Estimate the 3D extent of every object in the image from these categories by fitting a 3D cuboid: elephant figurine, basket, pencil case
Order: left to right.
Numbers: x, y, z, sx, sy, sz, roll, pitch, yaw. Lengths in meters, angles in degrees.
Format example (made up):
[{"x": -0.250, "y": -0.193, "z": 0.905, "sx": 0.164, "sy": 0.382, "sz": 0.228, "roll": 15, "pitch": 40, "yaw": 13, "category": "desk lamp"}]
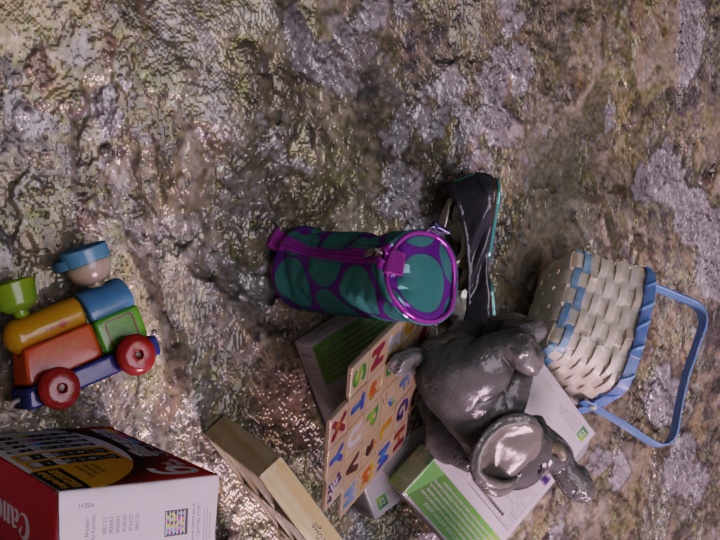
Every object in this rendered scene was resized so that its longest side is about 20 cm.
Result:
[{"x": 0.000, "y": 0.000, "z": 1.080, "sx": 0.092, "sy": 0.199, "sz": 0.086, "roll": 38, "pitch": 70, "yaw": -31, "category": "pencil case"}, {"x": 0.129, "y": 0.151, "z": 1.125, "sx": 0.141, "sy": 0.153, "sz": 0.202, "roll": -39, "pitch": 120, "yaw": -70, "category": "elephant figurine"}, {"x": 0.280, "y": 0.076, "z": 1.311, "sx": 0.199, "sy": 0.139, "sz": 0.178, "roll": 26, "pitch": 66, "yaw": -7, "category": "basket"}]

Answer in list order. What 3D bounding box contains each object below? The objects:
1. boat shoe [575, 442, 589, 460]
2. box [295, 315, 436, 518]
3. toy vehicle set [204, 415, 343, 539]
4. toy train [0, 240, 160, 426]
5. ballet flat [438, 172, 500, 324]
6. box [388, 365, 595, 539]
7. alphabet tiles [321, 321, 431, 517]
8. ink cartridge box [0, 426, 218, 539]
[{"x": 0.167, "y": 0.147, "z": 1.296, "sx": 0.199, "sy": 0.070, "sz": 0.071, "roll": 31, "pitch": 85, "yaw": -36, "category": "boat shoe"}, {"x": 0.028, "y": 0.127, "z": 1.208, "sx": 0.144, "sy": 0.036, "sz": 0.202, "roll": -30, "pitch": 113, "yaw": -30, "category": "box"}, {"x": -0.059, "y": 0.230, "z": 1.108, "sx": 0.026, "sy": 0.124, "sz": 0.201, "roll": -41, "pitch": 116, "yaw": -16, "category": "toy vehicle set"}, {"x": -0.272, "y": 0.058, "z": 0.971, "sx": 0.199, "sy": 0.084, "sz": 0.117, "roll": -23, "pitch": 98, "yaw": -31, "category": "toy train"}, {"x": 0.108, "y": -0.002, "z": 1.247, "sx": 0.072, "sy": 0.073, "sz": 0.202, "roll": -9, "pitch": 106, "yaw": -34, "category": "ballet flat"}, {"x": 0.138, "y": 0.191, "z": 1.226, "sx": 0.200, "sy": 0.036, "sz": 0.145, "roll": -47, "pitch": 120, "yaw": -14, "category": "box"}, {"x": 0.017, "y": 0.125, "z": 1.096, "sx": 0.200, "sy": 0.006, "sz": 0.168, "roll": -41, "pitch": 142, "yaw": -51, "category": "alphabet tiles"}, {"x": -0.233, "y": 0.185, "z": 0.932, "sx": 0.174, "sy": 0.199, "sz": 0.085, "roll": 1, "pitch": 94, "yaw": -36, "category": "ink cartridge box"}]
